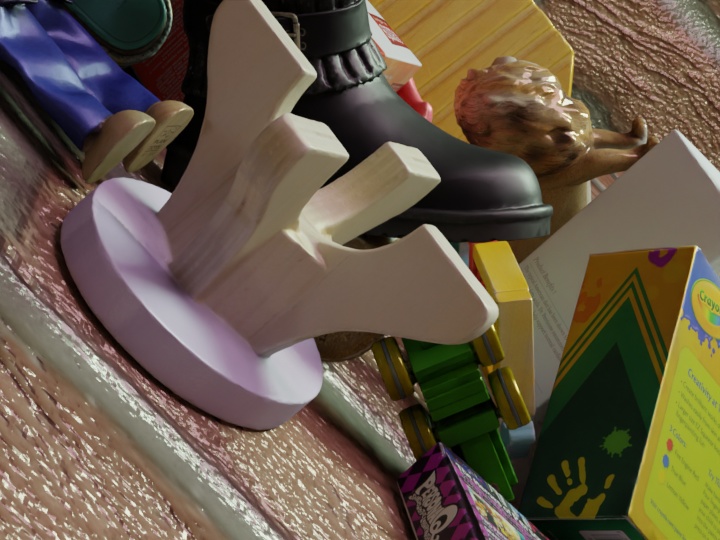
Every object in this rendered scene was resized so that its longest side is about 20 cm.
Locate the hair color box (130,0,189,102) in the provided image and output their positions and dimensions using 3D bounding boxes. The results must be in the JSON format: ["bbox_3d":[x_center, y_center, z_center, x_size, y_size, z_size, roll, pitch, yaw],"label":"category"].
[{"bbox_3d":[-0.086,-0.120,1.280,0.101,0.061,0.200,35,19,-52],"label":"hair color box"}]

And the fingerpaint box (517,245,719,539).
[{"bbox_3d":[0.177,0.111,1.233,0.200,0.073,0.167,46,51,-41],"label":"fingerpaint box"}]

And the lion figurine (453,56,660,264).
[{"bbox_3d":[0.120,-0.040,1.412,0.073,0.122,0.201,-104,-169,-61],"label":"lion figurine"}]

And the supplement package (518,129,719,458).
[{"bbox_3d":[0.167,0.038,1.361,0.117,0.200,0.117,40,15,-35],"label":"supplement package"}]

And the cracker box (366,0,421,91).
[{"bbox_3d":[-0.060,-0.174,1.251,0.200,0.058,0.134,51,12,8],"label":"cracker box"}]

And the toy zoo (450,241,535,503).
[{"bbox_3d":[0.069,0.036,1.253,0.200,0.020,0.132,-110,-164,-58],"label":"toy zoo"}]

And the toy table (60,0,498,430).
[{"bbox_3d":[-0.037,-0.017,0.988,0.184,0.117,0.200,50,13,1],"label":"toy table"}]

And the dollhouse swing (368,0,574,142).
[{"bbox_3d":[0.018,-0.140,1.445,0.200,0.176,0.182,53,12,13],"label":"dollhouse swing"}]

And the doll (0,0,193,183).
[{"bbox_3d":[-0.164,-0.130,1.047,0.200,0.048,0.136,49,23,7],"label":"doll"}]

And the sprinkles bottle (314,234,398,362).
[{"bbox_3d":[0.000,0.000,1.196,0.068,0.068,0.200,49,12,1],"label":"sprinkles bottle"}]

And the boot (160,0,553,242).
[{"bbox_3d":[0.002,-0.102,1.104,0.210,0.159,0.079,13,10,12],"label":"boot"}]

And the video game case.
[{"bbox_3d":[0.107,0.192,1.054,0.200,0.036,0.181,43,13,-28],"label":"video game case"}]

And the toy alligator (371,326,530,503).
[{"bbox_3d":[0.052,0.072,1.114,0.054,0.059,0.201,-107,175,-60],"label":"toy alligator"}]

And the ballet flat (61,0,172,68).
[{"bbox_3d":[-0.178,-0.180,1.156,0.200,0.072,0.072,48,12,-4],"label":"ballet flat"}]

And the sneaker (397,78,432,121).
[{"bbox_3d":[-0.012,-0.142,1.355,0.201,0.074,0.087,57,-31,14],"label":"sneaker"}]
